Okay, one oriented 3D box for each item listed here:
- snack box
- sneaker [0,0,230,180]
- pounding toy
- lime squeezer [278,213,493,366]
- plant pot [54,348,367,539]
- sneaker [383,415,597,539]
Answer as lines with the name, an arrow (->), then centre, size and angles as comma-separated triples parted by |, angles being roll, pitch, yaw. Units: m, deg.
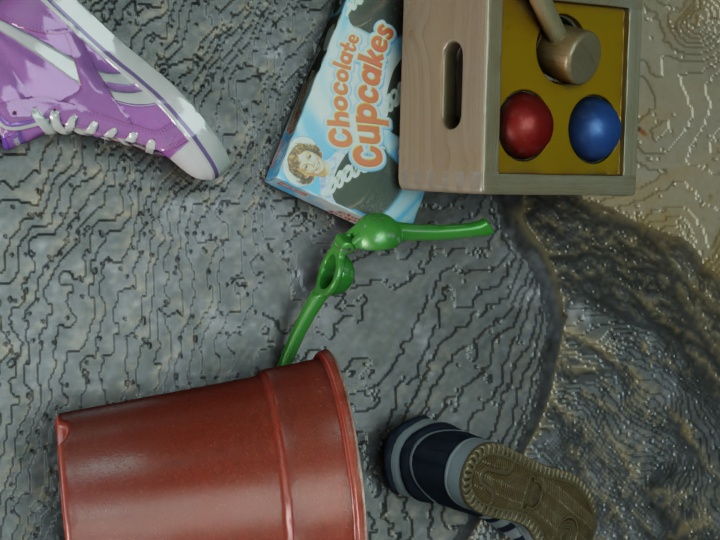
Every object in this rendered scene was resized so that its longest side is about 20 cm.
snack box -> 0.016, -0.137, 1.255 | 0.116, 0.037, 0.200 | 24, 80, -17
sneaker -> -0.196, -0.110, 1.170 | 0.200, 0.073, 0.114 | 40, 79, -2
pounding toy -> 0.123, -0.156, 1.202 | 0.184, 0.142, 0.201 | -2, 96, -36
lime squeezer -> 0.000, 0.000, 1.218 | 0.200, 0.038, 0.071 | -36, 135, -3
plant pot -> -0.109, 0.163, 1.128 | 0.195, 0.201, 0.201 | -5, 89, -10
sneaker -> 0.098, 0.170, 1.259 | 0.200, 0.108, 0.070 | 36, 72, -45
